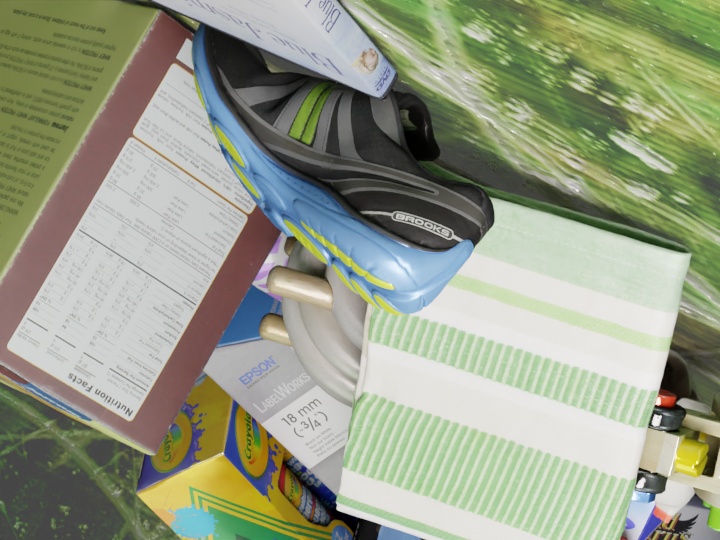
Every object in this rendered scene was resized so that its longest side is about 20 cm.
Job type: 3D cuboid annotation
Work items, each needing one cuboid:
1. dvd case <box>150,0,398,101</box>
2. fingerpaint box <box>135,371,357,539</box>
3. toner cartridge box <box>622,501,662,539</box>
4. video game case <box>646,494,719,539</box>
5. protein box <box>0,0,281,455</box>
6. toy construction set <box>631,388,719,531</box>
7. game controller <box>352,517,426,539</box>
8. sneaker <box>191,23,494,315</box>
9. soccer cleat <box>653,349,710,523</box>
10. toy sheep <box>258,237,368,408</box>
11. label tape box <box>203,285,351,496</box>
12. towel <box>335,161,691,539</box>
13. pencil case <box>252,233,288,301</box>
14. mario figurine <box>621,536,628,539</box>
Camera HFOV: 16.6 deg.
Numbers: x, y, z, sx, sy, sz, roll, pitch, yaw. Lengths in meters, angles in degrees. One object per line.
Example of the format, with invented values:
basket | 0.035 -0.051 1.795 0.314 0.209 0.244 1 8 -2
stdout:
dvd case | -0.077 -0.141 1.051 0.143 0.018 0.200 25 171 28
fingerpaint box | -0.056 0.110 1.591 0.073 0.200 0.167 -26 123 24
toner cartridge box | 0.154 0.115 1.516 0.095 0.043 0.200 27 -168 14
video game case | 0.134 0.137 1.655 0.181 0.046 0.200 14 -171 -18
protein box | -0.157 -0.034 1.354 0.135 0.200 0.198 35 171 -33
toy construction set | 0.138 0.084 1.268 0.200 0.092 0.131 -1 -178 23
game controller | 0.034 0.163 1.345 0.104 0.042 0.200 48 157 17
sneaker | -0.011 -0.056 1.145 0.200 0.083 0.071 42 165 37
soccer cleat | 0.157 0.072 1.416 0.069 0.078 0.200 19 -164 -18
toy sheep | 0.018 0.015 1.298 0.138 0.138 0.200 29 167 3
label tape box | -0.032 0.036 1.539 0.200 0.063 0.144 44 -148 -17
towel | 0.069 0.054 1.192 0.152 0.200 0.023 18 -150 16
pencil case | 0.000 0.000 1.471 0.200 0.084 0.085 33 148 -33
mario figurine | 0.067 0.155 1.388 0.200 0.106 0.123 45 -154 5
